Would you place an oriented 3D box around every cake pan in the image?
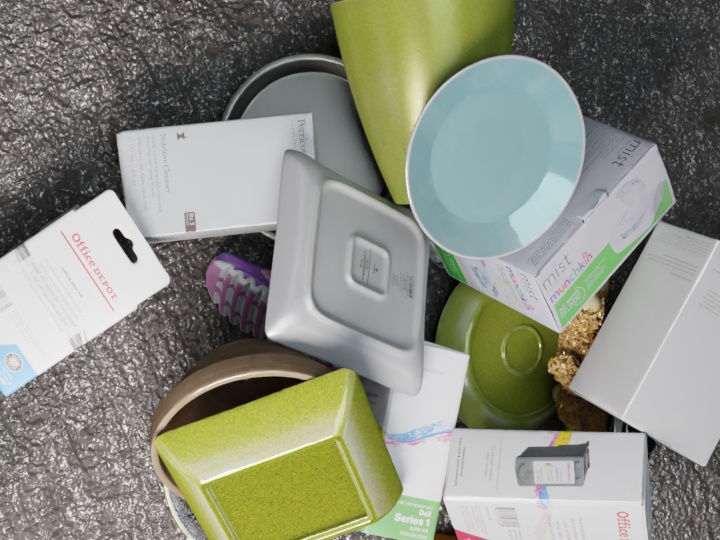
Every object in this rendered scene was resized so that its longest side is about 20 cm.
[{"bbox_3d":[-0.052,-0.125,1.569,0.197,0.037,0.204,0,89,-1],"label":"cake pan"}]

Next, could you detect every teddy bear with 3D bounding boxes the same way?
[{"bbox_3d":[0.239,0.085,1.619,0.066,0.202,0.146,3,44,17],"label":"teddy bear"}]

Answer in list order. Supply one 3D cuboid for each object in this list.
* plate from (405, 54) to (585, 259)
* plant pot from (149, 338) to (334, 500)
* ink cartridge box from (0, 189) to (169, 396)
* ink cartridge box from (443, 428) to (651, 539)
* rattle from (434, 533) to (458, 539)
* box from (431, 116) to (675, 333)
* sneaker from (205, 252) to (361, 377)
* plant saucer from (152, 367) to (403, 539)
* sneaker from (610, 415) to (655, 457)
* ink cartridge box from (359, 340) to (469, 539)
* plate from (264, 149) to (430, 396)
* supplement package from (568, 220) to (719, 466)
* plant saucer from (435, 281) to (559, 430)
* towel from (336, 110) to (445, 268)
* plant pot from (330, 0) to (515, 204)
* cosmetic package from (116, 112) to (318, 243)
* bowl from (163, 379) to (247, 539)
[{"bbox_3d":[0.127,-0.110,1.435,0.198,0.026,0.203,-10,113,-24],"label":"plate"},{"bbox_3d":[-0.106,0.132,1.427,0.198,0.093,0.203,-8,135,-8],"label":"plant pot"},{"bbox_3d":[-0.298,0.017,1.473,0.199,0.067,0.117,-33,100,-3],"label":"ink cartridge box"},{"bbox_3d":[0.193,0.231,1.513,0.197,0.148,0.087,-1,55,13],"label":"ink cartridge box"},{"bbox_3d":[0.150,0.371,1.650,0.141,0.130,0.202,-26,125,-7],"label":"rattle"},{"bbox_3d":[0.197,-0.064,1.563,0.200,0.176,0.097,-46,134,-16],"label":"box"},{"bbox_3d":[-0.067,0.033,1.571,0.198,0.081,0.089,29,55,-1],"label":"sneaker"},{"bbox_3d":[-0.068,0.201,1.398,0.197,0.048,0.201,-20,133,1],"label":"plant saucer"},{"bbox_3d":[0.318,0.148,1.623,0.086,0.076,0.203,1,100,15],"label":"sneaker"},{"bbox_3d":[0.035,0.173,1.567,0.083,0.145,0.203,14,85,-19],"label":"ink cartridge box"},{"bbox_3d":[0.000,0.000,1.452,0.199,0.032,0.202,25,57,-36],"label":"plate"},{"bbox_3d":[0.327,0.072,1.521,0.120,0.120,0.202,29,90,-23],"label":"supplement package"},{"bbox_3d":[0.173,0.087,1.656,0.198,0.031,0.203,-1,92,-30],"label":"plant saucer"},{"bbox_3d":[0.087,-0.131,1.639,0.171,0.048,0.201,-43,103,-14],"label":"towel"},{"bbox_3d":[0.069,-0.171,1.485,0.184,0.187,0.203,-7,96,-19],"label":"plant pot"},{"bbox_3d":[-0.138,-0.092,1.509,0.197,0.081,0.115,-8,87,1],"label":"cosmetic package"},{"bbox_3d":[-0.116,0.198,1.542,0.198,0.094,0.204,0,89,-20],"label":"bowl"}]
